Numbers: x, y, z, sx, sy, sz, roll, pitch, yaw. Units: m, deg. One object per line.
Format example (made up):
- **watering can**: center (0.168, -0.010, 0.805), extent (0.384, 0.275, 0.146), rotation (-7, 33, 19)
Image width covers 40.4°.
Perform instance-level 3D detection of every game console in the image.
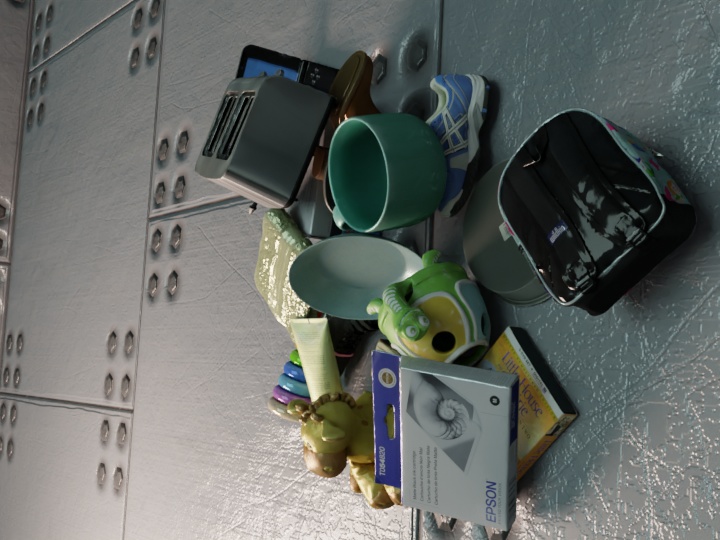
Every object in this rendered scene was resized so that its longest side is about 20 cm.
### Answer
- **game console**: center (-0.138, -0.270, 1.686), extent (0.172, 0.118, 0.201), rotation (30, 108, 52)

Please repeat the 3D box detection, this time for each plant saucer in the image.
- **plant saucer**: center (0.000, 0.000, 1.361), extent (0.201, 0.200, 0.039), rotation (-40, 37, 43)

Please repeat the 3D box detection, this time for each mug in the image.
- **mug**: center (0.035, -0.132, 1.306), extent (0.185, 0.114, 0.153), rotation (5, 104, 60)

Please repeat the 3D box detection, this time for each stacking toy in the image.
- **stacking toy**: center (-0.084, 0.139, 1.575), extent (0.085, 0.085, 0.201), rotation (22, 97, 53)

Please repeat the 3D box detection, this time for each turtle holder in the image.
- **turtle holder**: center (0.099, 0.058, 1.261), extent (0.132, 0.141, 0.186), rotation (54, 170, 24)

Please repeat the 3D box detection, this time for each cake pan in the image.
- **cake pan**: center (0.202, -0.056, 1.251), extent (0.200, 0.037, 0.201), rotation (-13, 73, 52)

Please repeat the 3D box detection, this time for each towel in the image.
- **towel**: center (-0.111, 0.010, 1.496), extent (0.148, 0.036, 0.200), rotation (49, 145, 25)

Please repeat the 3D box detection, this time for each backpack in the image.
- **backpack**: center (0.256, -0.072, 1.082), extent (0.178, 0.150, 0.200), rotation (-49, 56, 27)

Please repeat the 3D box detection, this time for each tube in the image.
- **tube**: center (-0.055, 0.166, 1.486), extent (0.052, 0.058, 0.201), rotation (-108, 4, -79)

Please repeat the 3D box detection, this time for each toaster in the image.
- **toaster**: center (-0.141, -0.183, 1.403), extent (0.201, 0.118, 0.181), rotation (-68, 24, 0)

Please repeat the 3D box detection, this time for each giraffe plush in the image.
- **giraffe plush**: center (-0.013, 0.236, 1.382), extent (0.172, 0.162, 0.201), rotation (-24, 65, 50)

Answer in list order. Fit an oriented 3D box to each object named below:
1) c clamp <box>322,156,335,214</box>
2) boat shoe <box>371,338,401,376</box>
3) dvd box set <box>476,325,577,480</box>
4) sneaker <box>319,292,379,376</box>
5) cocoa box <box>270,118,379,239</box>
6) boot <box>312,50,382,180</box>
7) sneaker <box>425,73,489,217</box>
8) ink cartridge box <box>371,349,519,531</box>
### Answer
- **c clamp**: center (0.039, -0.156, 1.383), extent (0.027, 0.199, 0.172), rotation (-120, 19, -67)
- **boat shoe**: center (0.072, 0.154, 1.325), extent (0.200, 0.072, 0.065), rotation (32, 103, 59)
- **dvd box set**: center (0.176, 0.191, 1.246), extent (0.200, 0.029, 0.147), rotation (-56, 43, 32)
- **sneaker**: center (-0.011, 0.091, 1.486), extent (0.099, 0.070, 0.201), rotation (30, 108, 50)
- **cocoa box**: center (-0.044, -0.147, 1.523), extent (0.133, 0.131, 0.201), rotation (10, 92, 54)
- **boot**: center (0.025, -0.208, 1.420), extent (0.074, 0.154, 0.201), rotation (-124, 48, -57)
- **sneaker**: center (0.121, -0.172, 1.334), extent (0.076, 0.077, 0.201), rotation (155, 124, -75)
- **ink cartridge box**: center (0.096, 0.208, 1.211), extent (0.199, 0.041, 0.201), rotation (7, 111, 27)
